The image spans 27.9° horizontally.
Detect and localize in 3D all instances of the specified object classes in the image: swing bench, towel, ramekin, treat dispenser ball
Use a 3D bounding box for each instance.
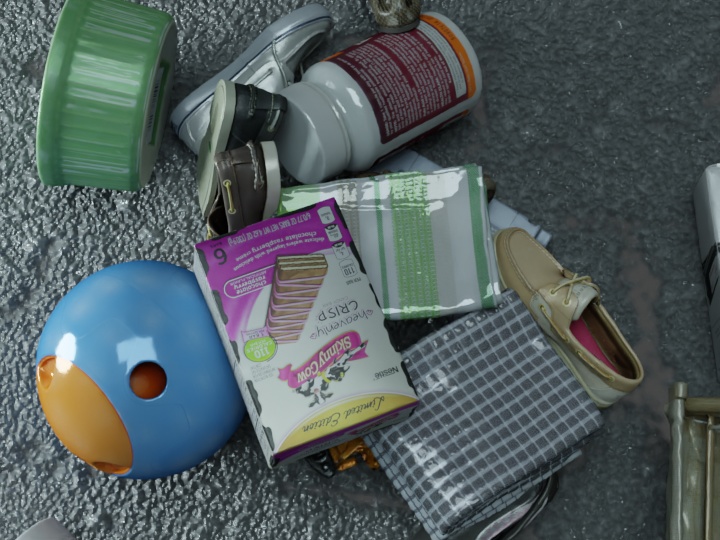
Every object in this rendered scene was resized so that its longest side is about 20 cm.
[{"bbox_3d":[0.371,0.217,1.312,0.199,0.130,0.200,3,74,9],"label":"swing bench"},{"bbox_3d":[0.024,-0.024,1.330,0.199,0.031,0.150,-6,63,0],"label":"towel"},{"bbox_3d":[-0.245,-0.173,1.425,0.097,0.200,0.201,11,74,-1],"label":"ramekin"},{"bbox_3d":[0.106,0.127,1.313,0.199,0.086,0.166,-31,69,-18],"label":"towel"},{"bbox_3d":[-0.198,0.091,1.335,0.200,0.201,0.202,-1,73,2],"label":"treat dispenser ball"}]

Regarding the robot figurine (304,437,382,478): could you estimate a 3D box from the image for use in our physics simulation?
[{"bbox_3d":[-0.016,0.102,1.398,0.144,0.058,0.201,-21,73,-3],"label":"robot figurine"}]

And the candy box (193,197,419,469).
[{"bbox_3d":[-0.050,0.053,1.253,0.136,0.061,0.201,-20,73,-13],"label":"candy box"}]

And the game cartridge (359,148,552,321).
[{"bbox_3d":[0.074,-0.031,1.447,0.199,0.042,0.133,32,81,11],"label":"game cartridge"}]

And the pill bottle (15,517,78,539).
[{"bbox_3d":[-0.239,0.323,1.309,0.200,0.120,0.120,41,79,13],"label":"pill bottle"}]

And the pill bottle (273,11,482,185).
[{"bbox_3d":[0.012,-0.167,1.421,0.200,0.114,0.114,-30,73,-28],"label":"pill bottle"}]

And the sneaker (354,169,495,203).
[{"bbox_3d":[0.030,-0.071,1.408,0.199,0.070,0.076,-19,70,-4],"label":"sneaker"}]

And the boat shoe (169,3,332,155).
[{"bbox_3d":[-0.094,-0.184,1.481,0.202,0.075,0.086,-39,75,-7],"label":"boat shoe"}]

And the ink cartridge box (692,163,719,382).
[{"bbox_3d":[0.409,-0.001,1.396,0.144,0.084,0.201,-4,74,1],"label":"ink cartridge box"}]

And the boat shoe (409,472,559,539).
[{"bbox_3d":[0.102,0.243,1.350,0.200,0.057,0.067,-39,75,-9],"label":"boat shoe"}]

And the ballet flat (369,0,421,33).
[{"bbox_3d":[0.026,-0.300,1.472,0.067,0.047,0.200,-12,33,2],"label":"ballet flat"}]

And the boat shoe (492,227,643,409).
[{"bbox_3d":[0.201,0.036,1.376,0.074,0.069,0.200,-39,93,-39],"label":"boat shoe"}]

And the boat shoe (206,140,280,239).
[{"bbox_3d":[-0.117,-0.050,1.375,0.059,0.200,0.072,-5,59,-14],"label":"boat shoe"}]

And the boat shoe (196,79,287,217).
[{"bbox_3d":[-0.120,-0.110,1.403,0.067,0.200,0.072,0,62,-18],"label":"boat shoe"}]
